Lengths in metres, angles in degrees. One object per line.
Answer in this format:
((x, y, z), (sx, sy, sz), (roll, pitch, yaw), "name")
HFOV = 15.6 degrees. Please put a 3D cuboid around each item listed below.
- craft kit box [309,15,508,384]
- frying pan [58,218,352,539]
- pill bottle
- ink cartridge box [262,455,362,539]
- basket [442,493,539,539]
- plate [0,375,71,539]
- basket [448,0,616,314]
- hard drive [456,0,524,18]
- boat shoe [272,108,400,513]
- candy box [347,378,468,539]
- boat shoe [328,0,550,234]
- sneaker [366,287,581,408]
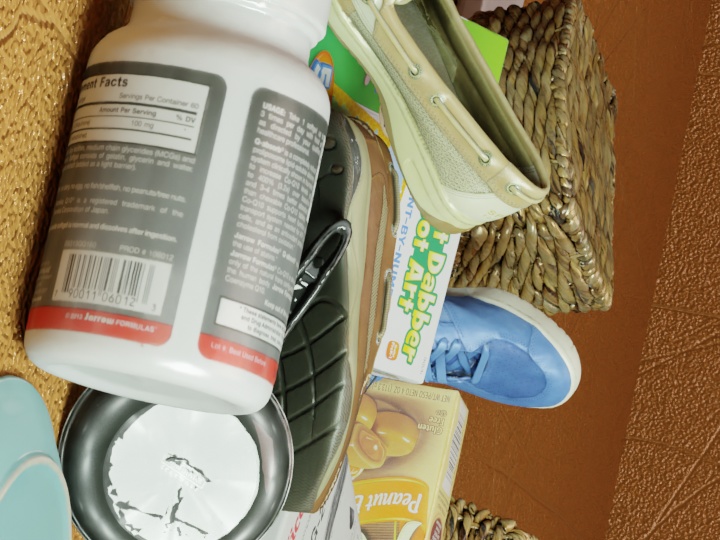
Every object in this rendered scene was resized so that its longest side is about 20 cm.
((-0.013, -0.055, 1.385), (0.197, 0.048, 0.201), (18, 85, -54), "craft kit box")
((-0.056, 0.074, 1.259), (0.115, 0.189, 0.031), (58, -2, -14), "frying pan")
((-0.077, -0.043, 1.194), (0.116, 0.115, 0.201), (48, 53, -73), "pill bottle")
((-0.061, 0.161, 1.477), (0.200, 0.083, 0.146), (81, 23, -54), "ink cartridge box")
((0.055, 0.257, 1.742), (0.201, 0.148, 0.143), (-64, -169, -12), "basket")
((-0.163, 0.147, 1.165), (0.200, 0.025, 0.202), (9, 90, -78), "plate")
((0.086, -0.076, 1.762), (0.143, 0.148, 0.201), (61, 28, -50), "basket")
((0.086, -0.153, 2.008), (0.132, 0.027, 0.201), (71, 32, -64), "hard drive")
((-0.014, 0.021, 1.312), (0.074, 0.075, 0.201), (4, 96, -57), "boat shoe")
((-0.011, 0.165, 1.626), (0.055, 0.115, 0.201), (60, 42, -69), "candy box")
((0.032, -0.119, 1.315), (0.073, 0.063, 0.202), (-26, 95, -54), "boat shoe")
((0.022, 0.049, 1.513), (0.111, 0.199, 0.077), (-55, 168, -50), "sneaker")
